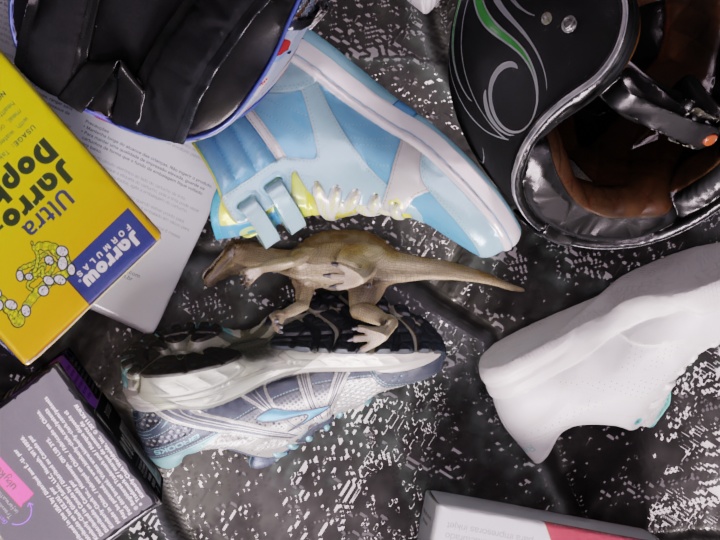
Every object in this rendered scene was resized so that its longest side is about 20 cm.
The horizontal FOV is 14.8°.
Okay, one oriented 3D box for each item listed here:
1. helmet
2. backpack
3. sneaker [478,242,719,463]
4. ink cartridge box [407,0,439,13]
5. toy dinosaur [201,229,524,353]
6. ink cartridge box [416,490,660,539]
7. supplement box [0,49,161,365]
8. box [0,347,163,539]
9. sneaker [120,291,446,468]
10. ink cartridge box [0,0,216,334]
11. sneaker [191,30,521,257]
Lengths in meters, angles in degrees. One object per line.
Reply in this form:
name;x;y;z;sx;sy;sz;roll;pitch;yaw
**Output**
helmet;0.145;-0.131;1.626;0.199;0.201;0.191;-8;49;-2
backpack;-0.105;-0.173;1.556;0.199;0.154;0.191;28;99;8
sneaker;0.177;0.051;1.701;0.199;0.075;0.089;-24;105;4
ink cartridge box;0.037;-0.283;1.641;0.176;0.045;0.200;40;81;6
toy dinosaur;0.000;0.000;1.671;0.199;0.101;0.059;4;117;3
ink cartridge box;0.095;0.248;1.690;0.145;0.083;0.201;10;91;-3
supplement box;-0.225;-0.062;1.565;0.109;0.109;0.200;-44;111;-8
box;-0.226;0.149;1.653;0.200;0.122;0.106;-36;94;0
sneaker;-0.046;0.071;1.693;0.199;0.078;0.087;-8;119;-8
ink cartridge box;-0.171;-0.090;1.661;0.196;0.043;0.201;25;89;-22
sneaker;-0.013;-0.043;1.638;0.200;0.080;0.131;39;82;11
